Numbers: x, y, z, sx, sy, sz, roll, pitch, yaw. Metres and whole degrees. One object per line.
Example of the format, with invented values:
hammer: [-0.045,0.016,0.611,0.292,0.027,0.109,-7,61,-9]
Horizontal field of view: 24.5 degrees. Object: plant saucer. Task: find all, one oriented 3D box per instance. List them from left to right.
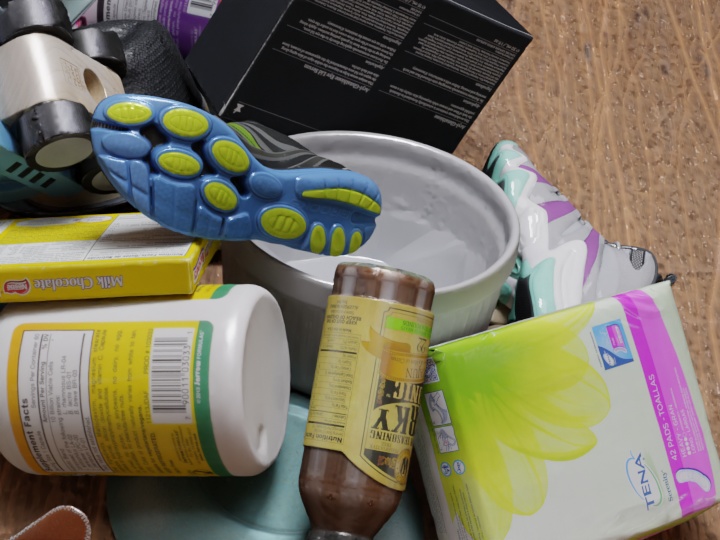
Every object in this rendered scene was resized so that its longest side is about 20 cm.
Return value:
plant saucer: [-0.054,0.132,1.015,0.201,0.039,0.201,10,41,-9]

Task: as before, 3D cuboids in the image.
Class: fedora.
fedora: [-0.182,-0.118,1.166,0.200,0.092,0.201,-10,30,6]

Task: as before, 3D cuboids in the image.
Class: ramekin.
ramekin: [0.000,0.000,1.103,0.200,0.105,0.200,7,34,-4]

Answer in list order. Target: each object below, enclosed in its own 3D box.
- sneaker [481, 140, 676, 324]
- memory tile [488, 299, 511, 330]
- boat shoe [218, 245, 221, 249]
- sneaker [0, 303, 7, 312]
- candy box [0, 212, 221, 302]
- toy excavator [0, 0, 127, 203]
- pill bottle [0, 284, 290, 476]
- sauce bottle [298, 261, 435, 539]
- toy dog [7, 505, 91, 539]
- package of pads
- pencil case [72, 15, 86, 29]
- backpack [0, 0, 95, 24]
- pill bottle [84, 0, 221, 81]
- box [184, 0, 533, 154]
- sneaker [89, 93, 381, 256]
sneaker: [0.164,-0.009,1.204,0.140,0.078,0.200,4,51,-17]
memory tile: [0.108,0.073,1.154,0.153,0.017,0.200,4,41,-15]
boat shoe: [-0.049,-0.048,1.214,0.200,0.063,0.073,-1,20,-24]
sneaker: [-0.297,0.036,1.007,0.074,0.082,0.200,37,43,26]
candy box: [-0.188,-0.008,0.979,0.200,0.026,0.102,-2,20,7]
toy excavator: [-0.256,-0.084,1.017,0.194,0.200,0.100,27,42,-64]
pill bottle: [-0.150,0.065,0.971,0.200,0.113,0.113,-1,38,13]
sauce bottle: [-0.001,0.098,0.952,0.065,0.065,0.200,10,85,-8]
toy dog: [-0.172,0.186,0.868,0.200,0.096,0.132,21,40,5]
package of pads: [0.127,0.104,1.037,0.200,0.068,0.155,-13,87,-31]
pencil case: [-0.311,-0.189,1.257,0.200,0.088,0.087,18,40,4]
backpack: [-0.284,-0.202,1.128,0.176,0.153,0.200,-50,42,-9]
pill bottle: [-0.145,-0.205,1.292,0.200,0.112,0.111,16,37,26]
box: [0.000,-0.156,1.169,0.200,0.141,0.079,17,25,-40]
sneaker: [-0.079,-0.055,0.984,0.199,0.071,0.083,15,8,-40]
